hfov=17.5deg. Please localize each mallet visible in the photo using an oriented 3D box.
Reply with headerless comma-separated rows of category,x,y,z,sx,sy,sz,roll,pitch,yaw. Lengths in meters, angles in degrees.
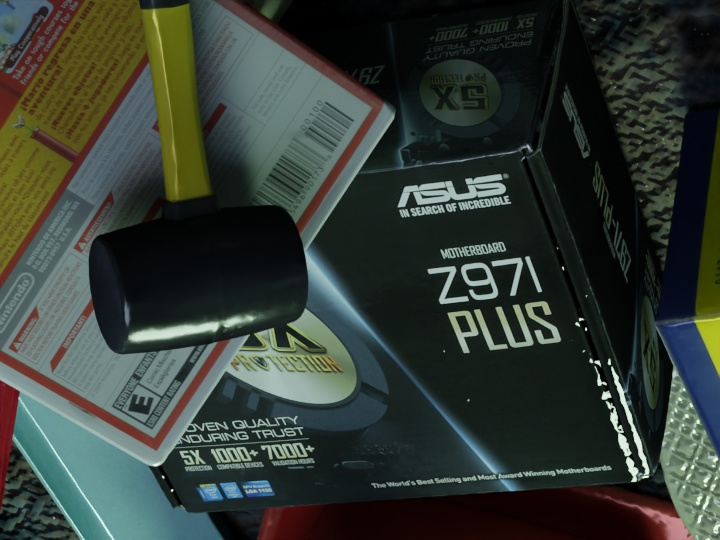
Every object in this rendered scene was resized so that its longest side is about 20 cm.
mallet,-0.067,-0.071,0.706,0.066,0.041,0.201,-19,107,-19

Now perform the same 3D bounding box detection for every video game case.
video game case,-0.105,-0.044,0.729,0.200,0.017,0.143,33,94,-24

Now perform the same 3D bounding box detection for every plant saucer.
plant saucer,-0.105,0.090,1.031,0.070,0.019,0.201,-9,130,23

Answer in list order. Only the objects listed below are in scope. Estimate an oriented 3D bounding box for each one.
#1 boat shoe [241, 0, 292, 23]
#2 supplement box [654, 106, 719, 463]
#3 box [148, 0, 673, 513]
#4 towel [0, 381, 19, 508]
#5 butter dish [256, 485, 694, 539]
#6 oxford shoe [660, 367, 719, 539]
boat shoe,-0.037,-0.150,0.735,0.062,0.071,0.200,22,141,9
supplement box,0.214,0.001,0.786,0.199,0.109,0.110,-11,130,25
box,0.000,0.000,0.862,0.199,0.086,0.164,-6,132,21
towel,-0.227,0.025,0.928,0.199,0.146,0.022,7,173,8
butter dish,0.039,0.183,0.944,0.199,0.148,0.201,14,97,2
oxford shoe,0.177,0.098,0.936,0.075,0.058,0.201,-17,113,37
